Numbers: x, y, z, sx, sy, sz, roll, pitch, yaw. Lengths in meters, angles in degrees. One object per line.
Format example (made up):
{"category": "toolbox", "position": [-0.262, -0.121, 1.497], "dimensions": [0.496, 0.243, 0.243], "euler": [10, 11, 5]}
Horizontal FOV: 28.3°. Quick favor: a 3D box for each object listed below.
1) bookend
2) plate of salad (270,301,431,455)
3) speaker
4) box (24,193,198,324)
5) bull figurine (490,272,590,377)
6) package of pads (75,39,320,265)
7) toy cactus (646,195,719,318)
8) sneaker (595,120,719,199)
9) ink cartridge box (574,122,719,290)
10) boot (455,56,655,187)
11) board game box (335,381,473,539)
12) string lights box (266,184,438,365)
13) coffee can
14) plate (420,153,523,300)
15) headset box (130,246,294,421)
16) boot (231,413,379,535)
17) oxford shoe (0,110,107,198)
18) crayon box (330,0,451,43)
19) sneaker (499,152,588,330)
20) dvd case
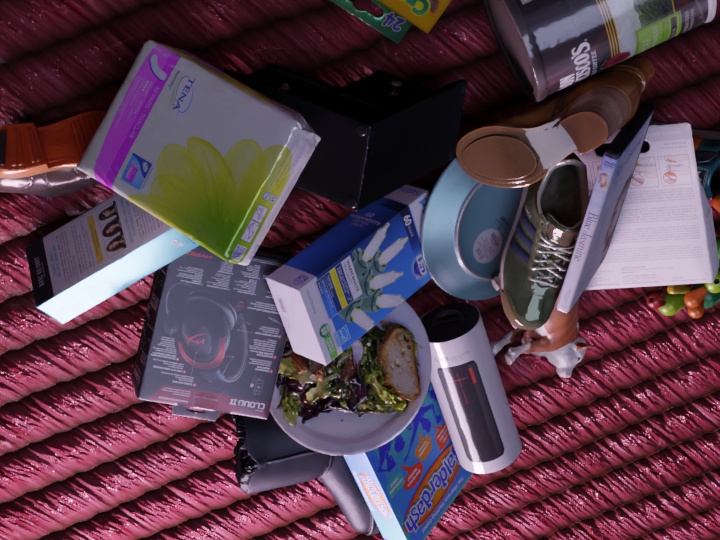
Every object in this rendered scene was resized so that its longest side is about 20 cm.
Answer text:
{"category": "bookend", "position": [-0.026, -0.161, 1.471], "dimensions": [0.200, 0.198, 0.092], "euler": [-30, 137, -51]}
{"category": "plate of salad", "position": [-0.020, 0.105, 1.592], "dimensions": [0.200, 0.200, 0.048], "euler": [-34, 161, 6]}
{"category": "speaker", "position": [0.127, 0.138, 1.673], "dimensions": [0.081, 0.081, 0.200], "euler": [-21, 119, -3]}
{"category": "box", "position": [-0.251, -0.029, 1.485], "dimensions": [0.200, 0.082, 0.049], "euler": [-29, 144, 13]}
{"category": "bull figurine", "position": [0.212, 0.054, 1.655], "dimensions": [0.121, 0.065, 0.200], "euler": [-25, 135, -22]}
{"category": "package of pads", "position": [-0.154, -0.117, 1.373], "dimensions": [0.155, 0.200, 0.068], "euler": [-60, 160, 4]}
{"category": "toy cactus", "position": [0.446, -0.002, 1.713], "dimensions": [0.200, 0.102, 0.165], "euler": [-46, 138, 10]}
{"category": "sneaker", "position": [0.360, -0.121, 1.613], "dimensions": [0.200, 0.080, 0.072], "euler": [0, 119, -11]}
{"category": "ink cartridge box", "position": [0.310, -0.076, 1.611], "dimensions": [0.161, 0.050, 0.200], "euler": [-4, 116, 23]}
{"category": "boot", "position": [0.209, -0.165, 1.514], "dimensions": [0.200, 0.155, 0.077], "euler": [-22, 107, 41]}
{"category": "board game box", "position": [0.056, 0.213, 1.696], "dimensions": [0.152, 0.045, 0.200], "euler": [-49, 130, -33]}
{"category": "string lights box", "position": [0.000, 0.000, 1.550], "dimensions": [0.200, 0.059, 0.103], "euler": [-38, 127, -28]}
{"category": "coffee can", "position": [0.239, -0.280, 1.456], "dimensions": [0.200, 0.146, 0.147], "euler": [-25, 122, 0]}
{"category": "plate", "position": [0.155, -0.056, 1.594], "dimensions": [0.200, 0.026, 0.201], "euler": [-16, 120, -30]}
{"category": "headset box", "position": [-0.160, 0.068, 1.556], "dimensions": [0.148, 0.075, 0.200], "euler": [10, 99, -17]}
{"category": "boot", "position": [-0.065, 0.241, 1.708], "dimensions": [0.168, 0.076, 0.201], "euler": [-12, 114, -12]}
{"category": "oxford shoe", "position": [-0.294, -0.115, 1.469], "dimensions": [0.200, 0.071, 0.073], "euler": [-3, 152, -21]}
{"category": "crayon box", "position": [0.054, -0.331, 1.435], "dimensions": [0.126, 0.052, 0.200], "euler": [28, 109, -26]}
{"category": "sneaker", "position": [0.200, -0.035, 1.530], "dimensions": [0.067, 0.090, 0.201], "euler": [11, 88, -12]}
{"category": "dvd case", "position": [0.261, -0.067, 1.520], "dimensions": [0.018, 0.143, 0.200], "euler": [23, 125, 16]}
